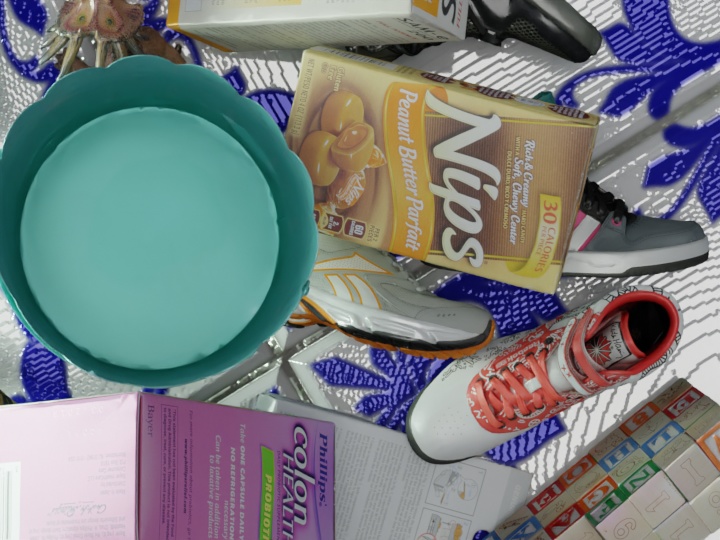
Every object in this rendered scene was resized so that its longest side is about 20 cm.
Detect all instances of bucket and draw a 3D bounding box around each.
[{"bbox_3d":[-0.130,-0.024,1.369,0.205,0.135,0.210,0,86,-6],"label":"bucket"}]

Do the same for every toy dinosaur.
[{"bbox_3d":[-0.150,-0.118,1.483,0.085,0.136,0.201,-32,90,0],"label":"toy dinosaur"}]

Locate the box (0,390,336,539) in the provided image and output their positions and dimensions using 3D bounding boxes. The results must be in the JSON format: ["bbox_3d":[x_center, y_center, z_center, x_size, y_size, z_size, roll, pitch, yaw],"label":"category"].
[{"bbox_3d":[-0.142,0.141,1.416,0.175,0.199,0.098,-7,78,35],"label":"box"}]

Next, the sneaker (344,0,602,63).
[{"bbox_3d":[0.062,-0.171,1.514,0.198,0.076,0.115,28,92,3],"label":"sneaker"}]

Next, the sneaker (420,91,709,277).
[{"bbox_3d":[0.141,-0.061,1.511,0.198,0.084,0.122,1,100,2],"label":"sneaker"}]

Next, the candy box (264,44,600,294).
[{"bbox_3d":[0.048,-0.068,1.451,0.198,0.055,0.117,15,103,7],"label":"candy box"}]

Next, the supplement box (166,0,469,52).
[{"bbox_3d":[-0.025,-0.216,1.462,0.198,0.073,0.127,2,81,33],"label":"supplement box"}]

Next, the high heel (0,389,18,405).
[{"bbox_3d":[-0.237,0.129,1.481,0.071,0.143,0.200,-39,90,0],"label":"high heel"}]

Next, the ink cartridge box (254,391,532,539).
[{"bbox_3d":[0.002,0.189,1.538,0.198,0.057,0.164,17,90,-20],"label":"ink cartridge box"}]

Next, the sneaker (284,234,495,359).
[{"bbox_3d":[0.000,0.000,1.504,0.198,0.076,0.093,14,81,12],"label":"sneaker"}]

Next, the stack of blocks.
[{"bbox_3d":[0.172,0.167,1.485,0.200,0.115,0.059,-39,103,0],"label":"stack of blocks"}]

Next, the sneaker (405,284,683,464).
[{"bbox_3d":[0.124,0.066,1.484,0.200,0.108,0.068,-25,86,-7],"label":"sneaker"}]
